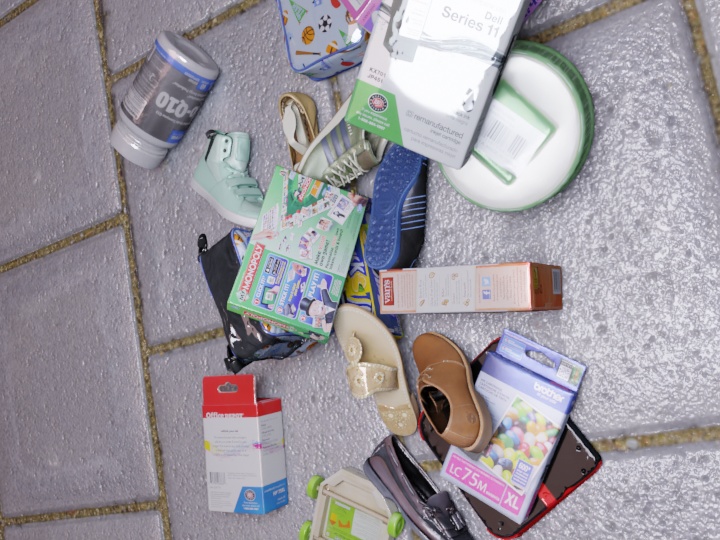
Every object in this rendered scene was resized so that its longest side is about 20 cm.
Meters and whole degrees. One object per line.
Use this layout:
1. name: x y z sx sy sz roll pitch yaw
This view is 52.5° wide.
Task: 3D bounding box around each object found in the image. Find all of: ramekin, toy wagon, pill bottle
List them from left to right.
1. pill bottle: -0.329 -0.279 1.213 0.114 0.113 0.202 46 111 24
2. toy wagon: -0.018 0.390 1.043 0.152 0.039 0.206 14 97 31
3. ramekin: 0.177 -0.167 0.868 0.194 0.098 0.206 5 107 16

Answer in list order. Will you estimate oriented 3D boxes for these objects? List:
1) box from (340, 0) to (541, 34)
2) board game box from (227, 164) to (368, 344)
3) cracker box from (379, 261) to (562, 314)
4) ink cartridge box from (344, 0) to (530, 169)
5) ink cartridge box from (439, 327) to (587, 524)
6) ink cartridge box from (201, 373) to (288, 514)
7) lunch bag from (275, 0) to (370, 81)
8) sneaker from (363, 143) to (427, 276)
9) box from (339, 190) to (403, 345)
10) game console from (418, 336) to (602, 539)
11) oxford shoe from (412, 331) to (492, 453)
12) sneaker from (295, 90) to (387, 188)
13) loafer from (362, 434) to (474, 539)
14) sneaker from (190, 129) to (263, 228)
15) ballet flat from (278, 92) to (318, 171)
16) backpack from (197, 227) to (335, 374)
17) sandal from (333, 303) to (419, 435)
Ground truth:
1. box: 0.098 -0.342 0.890 0.176 0.197 0.098 -48 43 20
2. board game box: -0.077 -0.024 0.934 0.131 0.029 0.205 19 65 -4
3. cracker box: 0.137 0.024 0.903 0.195 0.133 0.060 -4 86 31
4. ink cartridge box: 0.084 -0.234 0.780 0.143 0.083 0.205 23 110 9
5. ink cartridge box: 0.186 0.187 0.898 0.117 0.042 0.205 24 95 27
6. ink cartridge box: -0.180 0.263 1.130 0.113 0.067 0.207 -7 85 30
7. lunch bag: -0.053 -0.393 1.070 0.157 0.075 0.206 -14 82 33
8. sneaker: 0.057 -0.081 1.000 0.069 0.078 0.205 5 70 33
9. box: 0.000 0.000 1.012 0.063 0.069 0.206 -20 70 31
10. game console: 0.182 0.218 0.935 0.177 0.031 0.201 -45 68 16
11. oxford shoe: 0.098 0.138 0.918 0.073 0.070 0.201 -62 26 21
12. sneaker: -0.014 -0.162 1.013 0.089 0.067 0.203 32 86 37
13. loafer: 0.085 0.302 0.967 0.199 0.071 0.064 39 103 29
14. sneaker: -0.187 -0.148 1.140 0.198 0.073 0.121 34 112 30
15. ballet flat: -0.086 -0.169 1.088 0.067 0.063 0.206 -20 78 27
16. backpack: -0.114 0.030 1.027 0.151 0.189 0.205 -26 72 22
17. sandal: 0.020 0.147 0.944 0.076 0.070 0.215 -13 119 26
